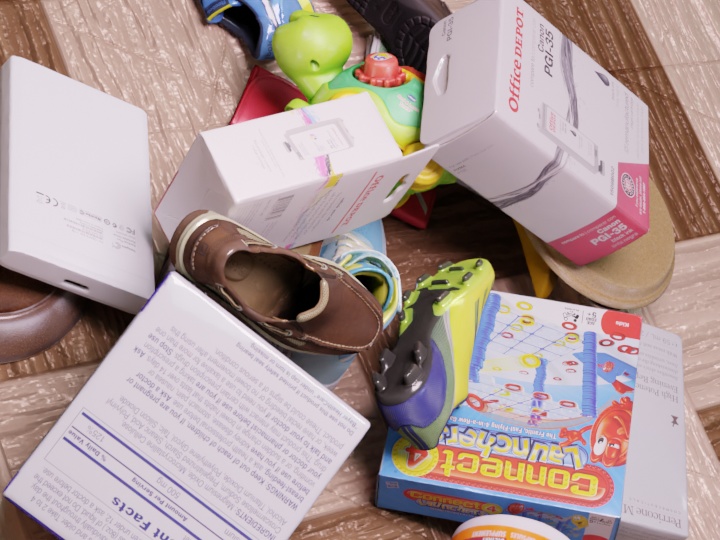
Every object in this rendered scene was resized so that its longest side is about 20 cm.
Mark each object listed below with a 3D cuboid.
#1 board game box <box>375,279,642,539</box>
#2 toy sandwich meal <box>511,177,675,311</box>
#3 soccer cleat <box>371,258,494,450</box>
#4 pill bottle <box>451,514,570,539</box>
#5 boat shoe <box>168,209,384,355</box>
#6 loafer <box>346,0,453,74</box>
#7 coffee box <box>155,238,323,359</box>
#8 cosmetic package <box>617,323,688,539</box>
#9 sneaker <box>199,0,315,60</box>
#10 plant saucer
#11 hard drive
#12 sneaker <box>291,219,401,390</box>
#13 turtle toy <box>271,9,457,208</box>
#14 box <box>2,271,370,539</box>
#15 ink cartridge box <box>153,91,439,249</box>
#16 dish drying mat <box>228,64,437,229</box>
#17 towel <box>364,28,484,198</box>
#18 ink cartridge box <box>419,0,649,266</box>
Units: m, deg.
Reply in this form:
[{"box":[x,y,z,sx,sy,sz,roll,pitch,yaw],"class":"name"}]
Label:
[{"box":[0.126,0.116,1.526,0.199,0.056,0.196,9,55,4],"class":"board game box"},{"box":[0.198,-0.046,1.661,0.205,0.070,0.206,19,52,-27],"class":"toy sandwich meal"},{"box":[0.066,0.065,1.495,0.084,0.065,0.200,61,36,-25],"class":"soccer cleat"},{"box":[0.103,0.300,1.420,0.113,0.113,0.200,28,53,-13],"class":"pill bottle"},{"box":[-0.050,0.022,1.359,0.202,0.075,0.075,24,91,-40],"class":"boat shoe"},{"box":[0.061,-0.228,1.683,0.071,0.073,0.200,-29,79,-46],"class":"loafer"},{"box":[-0.104,0.013,1.484,0.114,0.080,0.200,25,54,-13],"class":"coffee box"},{"box":[0.227,0.145,1.609,0.101,0.074,0.201,16,55,-21],"class":"cosmetic package"},{"box":[-0.125,-0.275,1.648,0.078,0.066,0.200,-34,83,-35],"class":"sneaker"},{"box":[-0.297,-0.025,1.427,0.200,0.032,0.201,15,56,-23],"class":"plant saucer"},{"box":[-0.226,-0.069,1.460,0.132,0.027,0.201,22,44,-33],"class":"hard drive"},{"box":[0.000,0.000,1.521,0.079,0.131,0.200,25,53,-14],"class":"sneaker"},{"box":[0.004,-0.139,1.563,0.200,0.146,0.101,35,76,-8],"class":"turtle toy"},{"box":[-0.127,0.135,1.334,0.184,0.105,0.200,38,82,-6],"class":"box"},{"box":[-0.048,-0.072,1.438,0.200,0.117,0.068,-16,69,-34],"class":"ink cartridge box"},{"box":[-0.019,-0.110,1.645,0.200,0.018,0.077,29,54,-13],"class":"dish drying mat"},{"box":[0.084,-0.137,1.708,0.200,0.031,0.150,29,46,-17],"class":"towel"},{"box":[0.150,-0.119,1.536,0.200,0.083,0.147,34,46,-33],"class":"ink cartridge box"}]
